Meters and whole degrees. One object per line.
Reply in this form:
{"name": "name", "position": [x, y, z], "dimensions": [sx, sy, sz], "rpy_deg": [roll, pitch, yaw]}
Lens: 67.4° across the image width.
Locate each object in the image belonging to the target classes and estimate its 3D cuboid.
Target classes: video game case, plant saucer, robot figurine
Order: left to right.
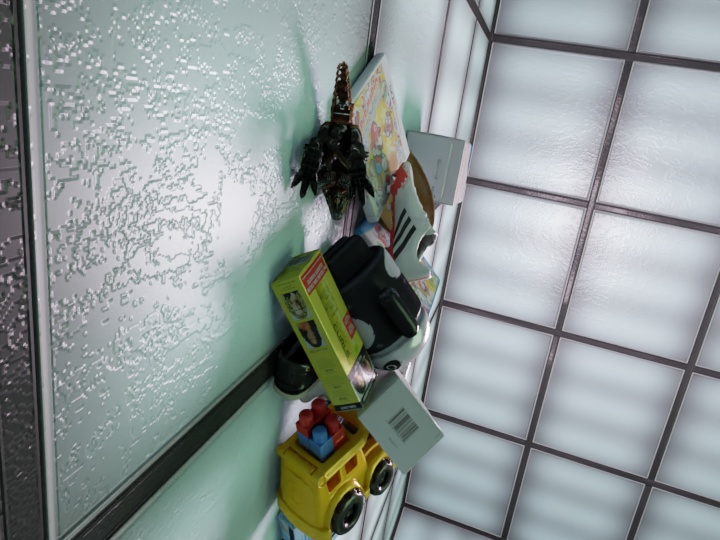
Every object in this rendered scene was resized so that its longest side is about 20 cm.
{"name": "robot figurine", "position": [0.017, 0.050, 0.787], "dimensions": [0.202, 0.123, 0.151], "rpy_deg": [54, 20, -16]}
{"name": "video game case", "position": [0.026, -0.214, 0.862], "dimensions": [0.203, 0.022, 0.186], "rpy_deg": [-64, 144, -42]}
{"name": "plant saucer", "position": [0.061, -0.141, 0.968], "dimensions": [0.197, 0.035, 0.208], "rpy_deg": [23, 58, -41]}
{"name": "video game case", "position": [0.072, -0.022, 0.964], "dimensions": [0.202, 0.018, 0.144], "rpy_deg": [54, 32, -13]}

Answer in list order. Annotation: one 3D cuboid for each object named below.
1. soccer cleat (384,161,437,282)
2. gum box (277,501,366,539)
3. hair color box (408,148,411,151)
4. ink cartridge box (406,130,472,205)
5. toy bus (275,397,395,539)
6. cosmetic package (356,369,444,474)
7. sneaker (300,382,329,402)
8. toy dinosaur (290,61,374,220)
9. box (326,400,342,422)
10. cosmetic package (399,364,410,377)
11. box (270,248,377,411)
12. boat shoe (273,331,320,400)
{"name": "soccer cleat", "position": [0.083, -0.078, 0.862], "dimensions": [0.069, 0.082, 0.208], "rpy_deg": [56, 38, -65]}
{"name": "gum box", "position": [-0.062, 0.435, 0.992], "dimensions": [0.198, 0.044, 0.175], "rpy_deg": [-36, 139, -38]}
{"name": "hair color box", "position": [0.056, -0.131, 1.079], "dimensions": [0.099, 0.058, 0.207], "rpy_deg": [49, 55, -73]}
{"name": "ink cartridge box", "position": [0.186, -0.250, 1.323], "dimensions": [0.200, 0.139, 0.153], "rpy_deg": [-28, 129, -72]}
{"name": "toy bus", "position": [-0.039, 0.279, 0.855], "dimensions": [0.197, 0.133, 0.199], "rpy_deg": [-29, 126, -41]}
{"name": "cosmetic package", "position": [0.052, 0.212, 0.831], "dimensions": [0.084, 0.108, 0.200], "rpy_deg": [-41, 180, -3]}
{"name": "sneaker", "position": [-0.043, 0.162, 0.893], "dimensions": [0.197, 0.077, 0.102], "rpy_deg": [-4, 123, -52]}
{"name": "toy dinosaur", "position": [-0.034, -0.155, 0.699], "dimensions": [0.138, 0.098, 0.205], "rpy_deg": [-82, 158, -53]}
{"name": "box", "position": [-0.047, 0.313, 1.073], "dimensions": [0.201, 0.048, 0.205], "rpy_deg": [-53, 154, -56]}
{"name": "cosmetic package", "position": [0.048, 0.251, 1.212], "dimensions": [0.204, 0.104, 0.086], "rpy_deg": [100, 14, -48]}
{"name": "box", "position": [-0.043, 0.081, 0.712], "dimensions": [0.205, 0.049, 0.076], "rpy_deg": [66, 30, -18]}
{"name": "boat shoe", "position": [-0.060, 0.103, 0.790], "dimensions": [0.201, 0.072, 0.065], "rpy_deg": [-46, 155, -57]}
